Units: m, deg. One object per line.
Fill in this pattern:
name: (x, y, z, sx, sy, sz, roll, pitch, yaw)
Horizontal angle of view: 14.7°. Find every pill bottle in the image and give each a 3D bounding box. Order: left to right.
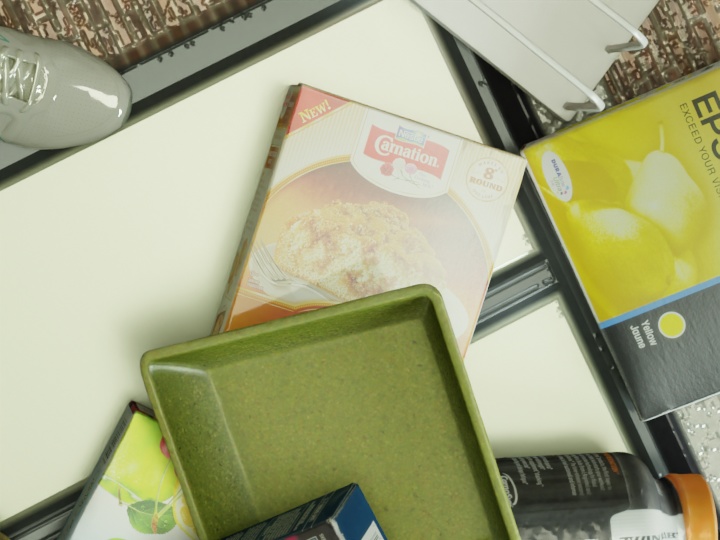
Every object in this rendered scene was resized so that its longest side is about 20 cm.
pill bottle: (0.125, 0.170, 1.777, 0.199, 0.106, 0.107, -3, 95, -9)

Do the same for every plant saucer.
plant saucer: (-0.010, 0.114, 1.683, 0.199, 0.048, 0.201, -14, 104, 20)

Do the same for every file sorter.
file sorter: (0.147, -0.213, 1.744, 0.139, 0.125, 0.200, 37, 88, -9)

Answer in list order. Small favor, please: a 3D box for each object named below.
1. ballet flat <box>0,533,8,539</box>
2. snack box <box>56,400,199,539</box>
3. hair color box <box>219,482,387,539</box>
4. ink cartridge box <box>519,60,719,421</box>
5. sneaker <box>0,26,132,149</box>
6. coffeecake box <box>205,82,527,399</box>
ballet flat: (-0.295, 0.149, 1.720, 0.199, 0.071, 0.071, 33, 89, -10)
snack box: (-0.129, 0.204, 1.765, 0.142, 0.053, 0.201, 28, 90, -9)
hair color box: (-0.070, 0.214, 1.675, 0.199, 0.061, 0.100, -25, 100, 23)
ink cartridge box: (0.232, -0.028, 1.776, 0.199, 0.047, 0.198, -23, 97, 19)
sneaker: (-0.237, -0.120, 1.712, 0.199, 0.080, 0.071, 14, 90, -11)
coffeecake box: (0.000, 0.000, 1.761, 0.153, 0.073, 0.201, 17, 91, -8)
